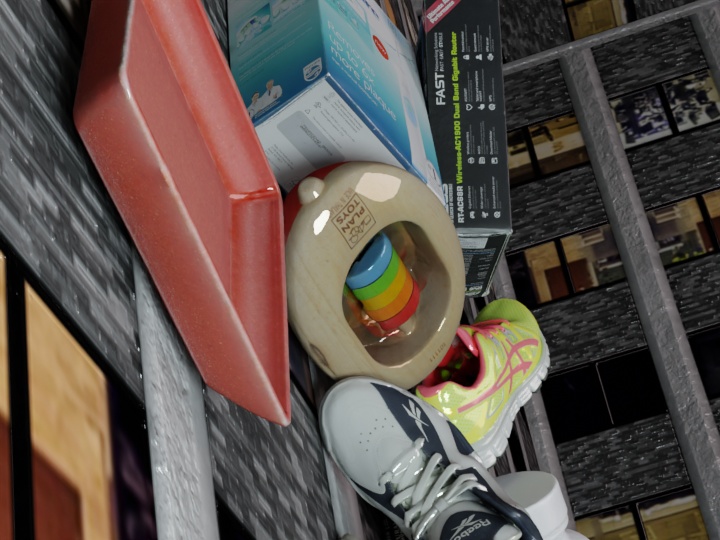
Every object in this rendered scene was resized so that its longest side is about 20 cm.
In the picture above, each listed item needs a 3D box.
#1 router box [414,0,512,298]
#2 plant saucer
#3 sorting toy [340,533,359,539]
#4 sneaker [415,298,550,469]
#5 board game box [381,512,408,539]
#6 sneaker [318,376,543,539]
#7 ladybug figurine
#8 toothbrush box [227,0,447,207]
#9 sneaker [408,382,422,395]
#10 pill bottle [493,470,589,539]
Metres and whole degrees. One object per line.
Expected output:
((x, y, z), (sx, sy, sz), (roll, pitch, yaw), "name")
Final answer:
((0.076, -0.096, 1.222), (0.150, 0.061, 0.203), (95, -6, -71), "router box")
((-0.085, -0.055, 0.750), (0.201, 0.036, 0.201), (-95, 166, -53), "plant saucer")
((0.040, 0.250, 0.934), (0.181, 0.106, 0.200), (52, 13, -13), "sorting toy")
((0.094, 0.071, 1.225), (0.091, 0.077, 0.201), (63, 29, -23), "sneaker")
((0.061, 0.270, 1.187), (0.200, 0.028, 0.137), (59, 17, -64), "board game box")
((0.052, 0.146, 0.962), (0.200, 0.079, 0.130), (53, -5, 1), "sneaker")
((0.000, 0.000, 1.030), (0.072, 0.136, 0.201), (29, -22, 40), "ladybug figurine")
((-0.021, -0.130, 1.115), (0.146, 0.085, 0.201), (45, 23, -35), "toothbrush box")
((0.035, 0.081, 1.300), (0.081, 0.073, 0.202), (-113, -173, -55), "sneaker")
((0.133, 0.262, 1.169), (0.120, 0.118, 0.202), (-70, 143, -77), "pill bottle")
